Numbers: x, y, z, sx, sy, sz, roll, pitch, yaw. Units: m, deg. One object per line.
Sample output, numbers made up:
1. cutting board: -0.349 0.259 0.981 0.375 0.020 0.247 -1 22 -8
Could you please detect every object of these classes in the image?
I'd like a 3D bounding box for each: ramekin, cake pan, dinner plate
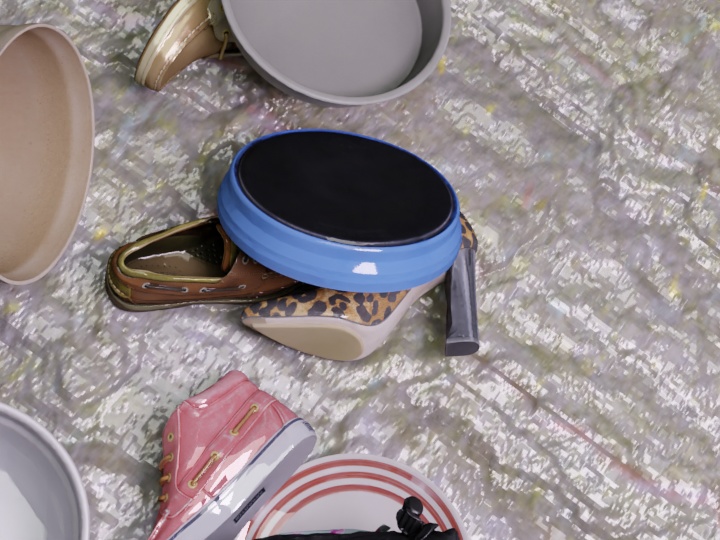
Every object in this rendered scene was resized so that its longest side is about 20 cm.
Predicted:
1. ramekin: -0.303 0.198 1.354 0.200 0.105 0.200 4 72 -12
2. cake pan: -0.024 -0.219 1.518 0.200 0.037 0.201 7 66 -16
3. dinner plate: -0.009 0.241 1.426 0.200 0.024 0.200 -5 67 12

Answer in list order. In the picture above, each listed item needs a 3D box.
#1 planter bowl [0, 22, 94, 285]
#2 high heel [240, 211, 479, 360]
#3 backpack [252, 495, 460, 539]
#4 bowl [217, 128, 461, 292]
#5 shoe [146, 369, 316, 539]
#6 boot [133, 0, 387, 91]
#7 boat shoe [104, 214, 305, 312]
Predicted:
1. planter bowl: -0.309 -0.097 1.415 0.135 0.200 0.201 8 69 18
2. high heel: 0.000 0.000 1.519 0.200 0.071 0.143 3 60 -9
3. backpack: -0.026 0.265 1.338 0.200 0.127 0.167 -2 50 10
4. bowl: -0.014 -0.053 1.475 0.200 0.039 0.201 9 32 -6
5. shoe: -0.132 0.170 1.428 0.091 0.071 0.200 39 74 18
6. boot: -0.079 -0.187 1.549 0.155 0.073 0.200 42 63 1
7. boat shoe: -0.106 -0.010 1.486 0.200 0.068 0.072 -16 76 -19
